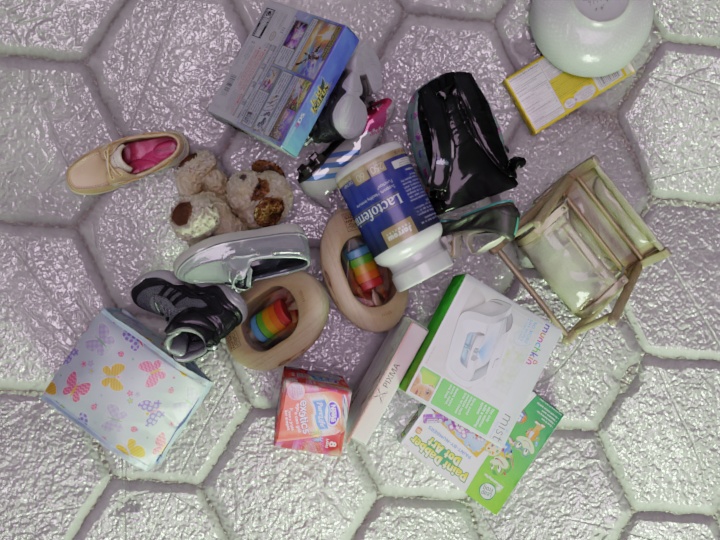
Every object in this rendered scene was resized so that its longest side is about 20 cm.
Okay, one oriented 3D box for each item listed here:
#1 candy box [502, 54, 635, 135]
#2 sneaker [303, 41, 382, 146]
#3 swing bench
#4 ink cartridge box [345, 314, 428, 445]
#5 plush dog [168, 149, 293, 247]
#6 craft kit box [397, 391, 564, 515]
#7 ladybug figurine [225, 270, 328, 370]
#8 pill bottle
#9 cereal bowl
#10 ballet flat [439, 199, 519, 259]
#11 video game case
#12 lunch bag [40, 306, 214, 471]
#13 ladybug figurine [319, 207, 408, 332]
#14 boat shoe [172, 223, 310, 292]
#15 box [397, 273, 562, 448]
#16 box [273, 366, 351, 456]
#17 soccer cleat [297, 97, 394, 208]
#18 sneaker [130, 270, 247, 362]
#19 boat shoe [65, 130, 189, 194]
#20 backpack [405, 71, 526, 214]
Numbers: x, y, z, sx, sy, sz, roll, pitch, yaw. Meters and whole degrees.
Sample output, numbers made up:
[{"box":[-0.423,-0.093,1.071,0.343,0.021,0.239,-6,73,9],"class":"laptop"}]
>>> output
[{"box":[0.338,-0.314,1.409,0.198,0.026,0.103,-31,89,-4],"class":"candy box"},{"box":[-0.037,-0.271,1.342,0.112,0.202,0.076,-14,133,33],"class":"sneaker"},{"box":[0.345,-0.033,1.357,0.200,0.130,0.200,50,57,-3],"class":"swing bench"},{"box":[0.038,0.167,1.319,0.044,0.176,0.202,29,89,-5],"class":"ink cartridge box"},{"box":[-0.183,-0.093,1.316,0.169,0.201,0.162,-18,126,5],"class":"plush dog"},{"box":[0.193,0.252,1.402,0.199,0.049,0.199,35,91,-4],"class":"craft kit box"},{"box":[-0.123,0.075,1.324,0.198,0.072,0.138,-29,76,27],"class":"ladybug figurine"},{"box":[0.053,-0.077,1.290,0.114,0.116,0.202,-27,88,-4],"class":"pill bottle"},{"box":[0.368,-0.414,1.364,0.196,0.083,0.204,0,81,0],"class":"cereal bowl"},{"box":[0.153,-0.056,1.328,0.067,0.198,0.070,1,81,-47],"class":"ballet flat"},{"box":[-0.119,-0.292,1.312,0.180,0.045,0.202,29,89,37],"class":"video game case"},{"box":[-0.345,0.180,1.315,0.198,0.127,0.171,34,88,6],"class":"lunch bag"},{"box":[0.000,0.000,1.357,0.134,0.072,0.203,-17,86,-22],"class":"ladybug figurine"},{"box":[-0.166,-0.010,1.241,0.197,0.071,0.072,-15,57,-10],"class":"boat shoe"},{"box":[0.179,0.136,1.329,0.175,0.097,0.202,30,85,-4],"class":"box"},{"box":[-0.074,0.206,1.299,0.101,0.200,0.097,10,89,-6],"class":"box"},{"box":[-0.011,-0.183,1.371,0.200,0.070,0.087,-43,112,-2],"class":"soccer cleat"},{"box":[-0.273,0.067,1.274,0.197,0.114,0.076,9,132,22],"class":"sneaker"},{"box":[-0.362,-0.171,1.333,0.197,0.069,0.075,-21,93,-4],"class":"boat shoe"},{"box":[0.143,-0.200,1.347,0.164,0.126,0.203,-20,92,-16],"class":"backpack"}]
